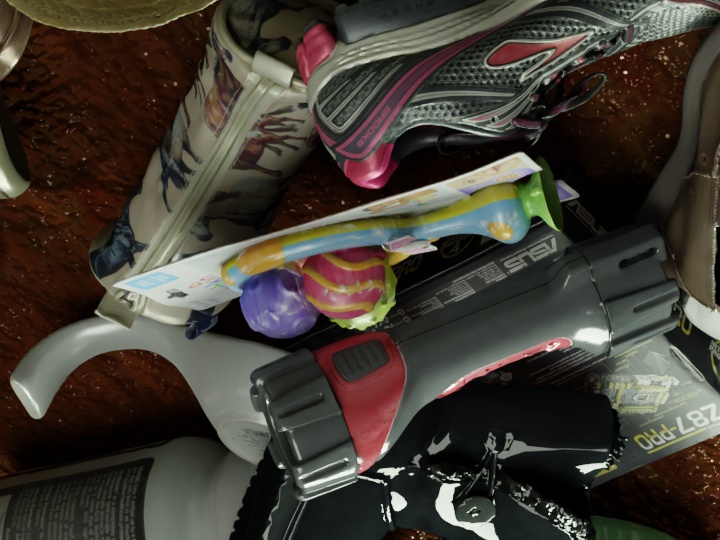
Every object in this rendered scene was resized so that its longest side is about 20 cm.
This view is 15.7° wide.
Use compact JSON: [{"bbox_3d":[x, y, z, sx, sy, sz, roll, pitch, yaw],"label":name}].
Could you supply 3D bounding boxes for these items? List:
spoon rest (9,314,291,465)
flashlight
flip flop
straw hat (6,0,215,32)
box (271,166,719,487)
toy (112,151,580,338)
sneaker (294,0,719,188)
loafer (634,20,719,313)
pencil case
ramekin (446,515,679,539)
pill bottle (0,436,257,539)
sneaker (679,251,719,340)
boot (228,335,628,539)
[{"bbox_3d":[-0.083,0.060,1.376,0.200,0.061,0.099,9,148,21],"label":"spoon rest"},{"bbox_3d":[0.050,0.042,1.221,0.200,0.068,0.068,-21,97,-11],"label":"flashlight"},{"bbox_3d":[-0.180,-0.119,1.263,0.058,0.081,0.200,-10,130,2],"label":"flip flop"},{"bbox_3d":[-0.078,-0.191,1.146,0.201,0.201,0.085,-5,171,22],"label":"straw hat"},{"bbox_3d":[0.077,0.048,1.346,0.200,0.049,0.161,-28,117,36],"label":"box"},{"bbox_3d":[0.000,0.000,1.213,0.200,0.047,0.115,-20,167,14],"label":"toy"},{"bbox_3d":[0.075,-0.093,1.160,0.200,0.075,0.081,-17,164,2],"label":"sneaker"},{"bbox_3d":[0.187,-0.054,1.189,0.073,0.071,0.200,-20,149,-23],"label":"loafer"},{"bbox_3d":[-0.065,-0.054,1.271,0.078,0.089,0.200,27,133,-7],"label":"pencil case"},{"bbox_3d":[0.111,0.215,1.425,0.200,0.098,0.200,2,145,1],"label":"ramekin"},{"bbox_3d":[-0.120,0.156,1.461,0.200,0.116,0.116,-13,126,28],"label":"pill bottle"},{"bbox_3d":[0.250,0.044,1.262,0.200,0.087,0.075,16,136,5],"label":"sneaker"},{"bbox_3d":[0.029,0.130,1.318,0.168,0.076,0.200,15,121,-12],"label":"boot"}]
